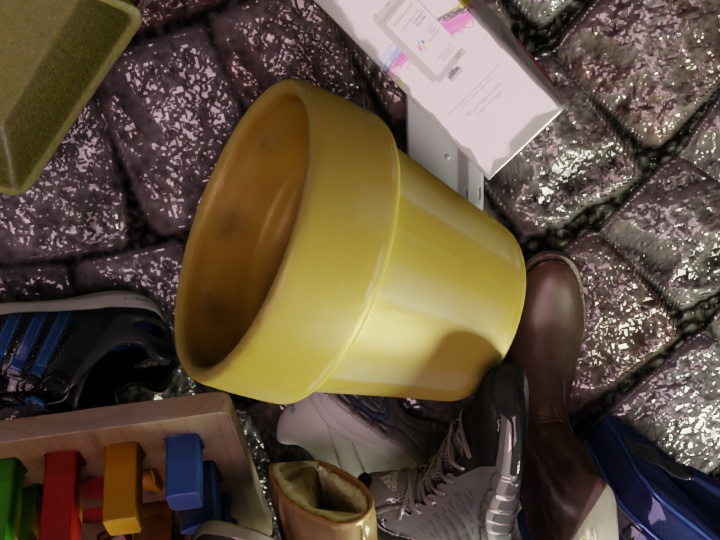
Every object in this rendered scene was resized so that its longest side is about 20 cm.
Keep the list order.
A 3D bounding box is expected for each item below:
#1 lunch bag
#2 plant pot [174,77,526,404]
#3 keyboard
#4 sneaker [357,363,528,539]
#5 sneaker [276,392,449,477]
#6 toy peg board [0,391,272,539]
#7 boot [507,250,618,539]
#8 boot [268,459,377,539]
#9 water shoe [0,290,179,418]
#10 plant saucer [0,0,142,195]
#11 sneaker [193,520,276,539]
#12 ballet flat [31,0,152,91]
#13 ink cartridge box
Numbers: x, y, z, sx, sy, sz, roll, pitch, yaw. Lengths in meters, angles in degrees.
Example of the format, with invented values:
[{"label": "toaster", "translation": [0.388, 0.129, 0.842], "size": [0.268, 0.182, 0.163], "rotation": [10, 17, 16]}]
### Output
[{"label": "lunch bag", "translation": [0.234, 0.215, 0.857], "size": [0.199, 0.136, 0.133], "rotation": [36, 106, -15]}, {"label": "plant pot", "translation": [0.000, 0.000, 0.752], "size": [0.187, 0.201, 0.202], "rotation": [19, 109, -25]}, {"label": "keyboard", "translation": [0.059, -0.136, 0.793], "size": [0.055, 0.011, 0.203], "rotation": [-1, 110, 4]}, {"label": "sneaker", "translation": [0.051, 0.142, 0.769], "size": [0.114, 0.075, 0.202], "rotation": [8, 127, 8]}, {"label": "sneaker", "translation": [0.021, 0.150, 0.873], "size": [0.200, 0.075, 0.087], "rotation": [43, 121, -13]}, {"label": "toy peg board", "translation": [-0.173, 0.192, 0.809], "size": [0.196, 0.099, 0.201], "rotation": [-7, 143, 1]}, {"label": "boot", "translation": [0.141, 0.105, 0.780], "size": [0.063, 0.200, 0.189], "rotation": [2, 110, -3]}, {"label": "boot", "translation": [-0.039, 0.224, 0.840], "size": [0.066, 0.174, 0.202], "rotation": [-32, 125, -37]}, {"label": "water shoe", "translation": [-0.222, 0.066, 0.777], "size": [0.198, 0.079, 0.072], "rotation": [-16, 137, -27]}, {"label": "plant saucer", "translation": [-0.257, -0.144, 0.667], "size": [0.198, 0.048, 0.199], "rotation": [20, 140, -29]}, {"label": "sneaker", "translation": [-0.096, 0.258, 0.773], "size": [0.074, 0.107, 0.201], "rotation": [15, 139, 3]}, {"label": "ballet flat", "translation": [-0.160, -0.192, 0.734], "size": [0.067, 0.067, 0.202], "rotation": [25, 107, -11]}, {"label": "ink cartridge box", "translation": [0.036, -0.163, 0.717], "size": [0.067, 0.117, 0.200], "rotation": [-42, 101, 17]}]
